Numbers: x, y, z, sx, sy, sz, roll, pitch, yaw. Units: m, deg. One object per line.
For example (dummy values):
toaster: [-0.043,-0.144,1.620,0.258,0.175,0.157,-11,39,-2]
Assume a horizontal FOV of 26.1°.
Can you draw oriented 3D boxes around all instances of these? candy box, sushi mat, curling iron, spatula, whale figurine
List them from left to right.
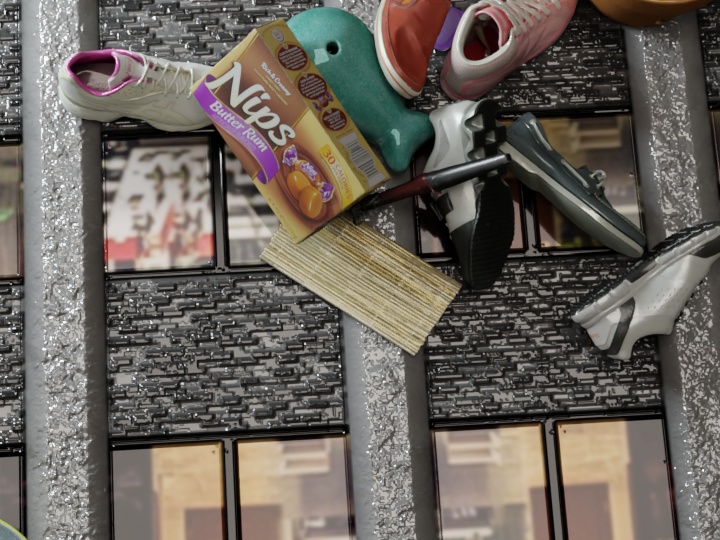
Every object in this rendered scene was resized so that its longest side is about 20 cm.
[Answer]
candy box: [-0.073,-0.142,1.595,0.200,0.117,0.056,55,38,-1]
whale figurine: [-0.008,-0.194,1.646,0.200,0.104,0.159,41,74,2]
sushi mat: [0.000,0.000,1.646,0.200,0.012,0.096,32,78,6]
spatula: [0.029,-0.313,1.720,0.200,0.021,0.057,37,72,8]
curling iron: [0.068,-0.084,1.603,0.200,0.050,0.026,-16,112,28]

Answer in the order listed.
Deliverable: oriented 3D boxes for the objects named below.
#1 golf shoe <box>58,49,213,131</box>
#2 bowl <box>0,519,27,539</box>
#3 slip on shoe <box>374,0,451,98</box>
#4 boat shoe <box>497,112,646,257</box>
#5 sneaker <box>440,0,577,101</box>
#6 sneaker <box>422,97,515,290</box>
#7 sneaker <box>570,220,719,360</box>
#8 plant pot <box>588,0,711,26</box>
golf shoe: [-0.223,-0.195,1.648,0.199,0.092,0.076,0,75,-4]
bowl: [-0.384,0.335,1.501,0.200,0.108,0.201,0,76,-1]
slip on shoe: [0.062,-0.274,1.651,0.074,0.061,0.200,33,56,-37]
boat shoe: [0.230,-0.092,1.647,0.200,0.073,0.062,39,82,13]
sneaker: [0.168,-0.269,1.673,0.075,0.105,0.200,44,78,10]
sneaker: [0.109,-0.080,1.646,0.088,0.074,0.201,3,97,41]
sneaker: [0.318,0.019,1.631,0.200,0.074,0.080,-34,94,-5]
plant pot: [0.314,-0.353,1.679,0.200,0.140,0.201,0,76,-1]
